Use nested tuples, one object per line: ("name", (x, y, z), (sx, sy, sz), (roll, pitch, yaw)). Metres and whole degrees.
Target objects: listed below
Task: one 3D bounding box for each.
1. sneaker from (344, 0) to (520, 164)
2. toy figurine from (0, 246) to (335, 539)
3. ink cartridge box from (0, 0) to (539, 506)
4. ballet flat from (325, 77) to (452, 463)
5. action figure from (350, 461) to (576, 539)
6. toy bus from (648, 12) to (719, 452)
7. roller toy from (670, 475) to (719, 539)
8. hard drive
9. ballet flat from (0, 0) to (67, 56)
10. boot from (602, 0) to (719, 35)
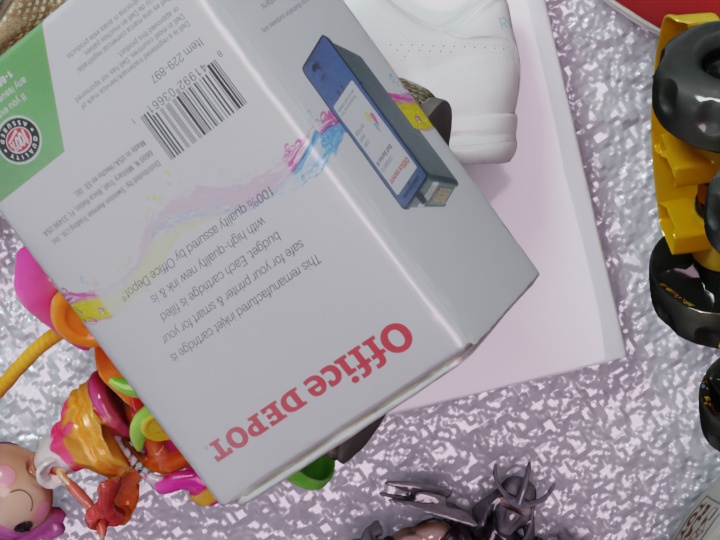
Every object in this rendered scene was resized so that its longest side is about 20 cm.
("sneaker", (-0.030, -0.093, 1.229), (0.199, 0.075, 0.089), (3, 93, -9))
("toy figurine", (-0.141, 0.066, 1.267), (0.184, 0.151, 0.200), (-32, 123, 18))
("ink cartridge box", (-0.049, -0.028, 1.127), (0.145, 0.087, 0.200), (-34, 93, 33))
("ballet flat", (0.000, 0.000, 1.214), (0.046, 0.067, 0.201), (23, 134, 16))
("action figure", (0.041, 0.180, 1.296), (0.130, 0.069, 0.201), (23, 95, 2))
("toy bus", (0.224, -0.017, 1.195), (0.191, 0.200, 0.136), (-6, 128, -5))
("roller toy", (0.224, 0.162, 1.255), (0.181, 0.140, 0.201), (-13, 97, -9))
("hard drive", (0.034, -0.043, 1.279), (0.131, 0.027, 0.201), (-13, 98, 3))
("ballet flat", (-0.161, -0.095, 1.262), (0.065, 0.071, 0.201), (23, 102, -31))
("boot", (0.107, -0.162, 1.201), (0.200, 0.144, 0.072), (41, 95, -7))
